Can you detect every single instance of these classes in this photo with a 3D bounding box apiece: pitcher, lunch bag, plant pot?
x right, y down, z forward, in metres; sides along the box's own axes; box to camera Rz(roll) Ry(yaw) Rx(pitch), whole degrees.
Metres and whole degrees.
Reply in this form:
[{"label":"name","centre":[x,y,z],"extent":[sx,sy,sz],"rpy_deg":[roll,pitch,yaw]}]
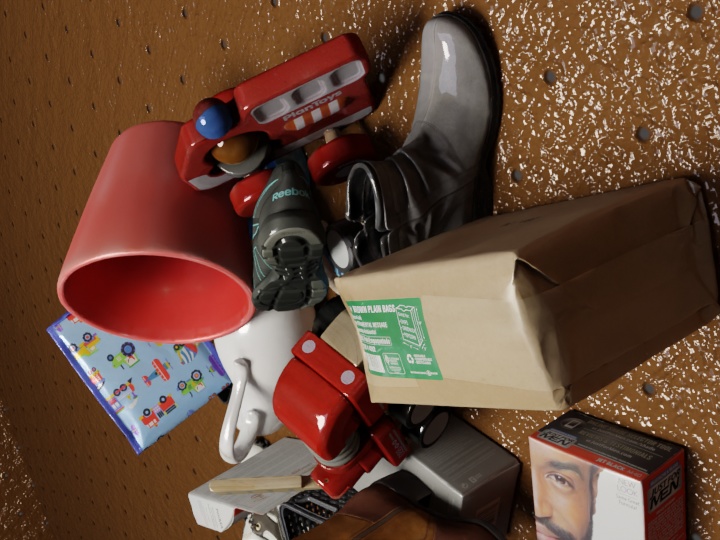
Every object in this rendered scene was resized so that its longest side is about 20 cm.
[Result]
[{"label":"pitcher","centre":[-0.120,0.108,0.972],"extent":[0.120,0.172,0.202],"rpy_deg":[11,123,12]},{"label":"lunch bag","centre":[-0.275,0.094,1.032],"extent":[0.201,0.150,0.094],"rpy_deg":[60,160,-18]},{"label":"plant pot","centre":[-0.204,-0.044,0.878],"extent":[0.201,0.198,0.179],"rpy_deg":[133,143,-52]}]

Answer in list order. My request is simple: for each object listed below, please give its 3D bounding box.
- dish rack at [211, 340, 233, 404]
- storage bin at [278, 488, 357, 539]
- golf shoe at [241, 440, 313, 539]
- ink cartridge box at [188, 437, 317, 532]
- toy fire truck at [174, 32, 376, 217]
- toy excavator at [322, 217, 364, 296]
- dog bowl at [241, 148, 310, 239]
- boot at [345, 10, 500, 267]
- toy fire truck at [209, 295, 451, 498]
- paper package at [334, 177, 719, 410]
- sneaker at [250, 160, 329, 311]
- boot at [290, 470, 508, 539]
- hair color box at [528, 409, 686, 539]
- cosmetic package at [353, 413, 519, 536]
[{"label":"dish rack","centre":[-0.203,0.064,1.155],"extent":[0.201,0.054,0.154],"rpy_deg":[51,140,25]},{"label":"storage bin","centre":[-0.009,0.366,1.020],"extent":[0.134,0.093,0.203],"rpy_deg":[3,111,52]},{"label":"golf shoe","centre":[-0.134,0.334,1.169],"extent":[0.201,0.094,0.078],"rpy_deg":[58,145,17]},{"label":"ink cartridge box","centre":[-0.101,0.268,1.030],"extent":[0.199,0.161,0.058],"rpy_deg":[-2,108,53]},{"label":"toy fire truck","centre":[-0.080,-0.136,0.754],"extent":[0.168,0.198,0.113],"rpy_deg":[50,-163,-78]},{"label":"toy excavator","centre":[0.000,0.000,0.829],"extent":[0.196,0.099,0.201],"rpy_deg":[56,152,19]},{"label":"dog bowl","centre":[-0.125,-0.097,0.971],"extent":[0.199,0.049,0.113],"rpy_deg":[-26,87,54]},{"label":"boot","centre":[0.047,-0.097,0.672],"extent":[0.069,0.131,0.203],"rpy_deg":[16,120,49]},{"label":"toy fire truck","centre":[-0.040,0.141,0.734],"extent":[0.128,0.200,0.177],"rpy_deg":[33,164,32]},{"label":"paper package","centre":[0.113,0.017,0.593],"extent":[0.199,0.189,0.105],"rpy_deg":[-8,100,55]},{"label":"sneaker","centre":[-0.065,-0.023,0.777],"extent":[0.200,0.074,0.080],"rpy_deg":[111,153,-62]},{"label":"boot","centre":[0.019,0.260,0.695],"extent":[0.188,0.199,0.069],"rpy_deg":[34,130,36]},{"label":"hair color box","centre":[0.206,0.230,0.691],"extent":[0.110,0.063,0.203],"rpy_deg":[13,117,50]},{"label":"cosmetic package","centre":[0.056,0.197,0.855],"extent":[0.199,0.089,0.108],"rpy_deg":[35,133,42]}]
